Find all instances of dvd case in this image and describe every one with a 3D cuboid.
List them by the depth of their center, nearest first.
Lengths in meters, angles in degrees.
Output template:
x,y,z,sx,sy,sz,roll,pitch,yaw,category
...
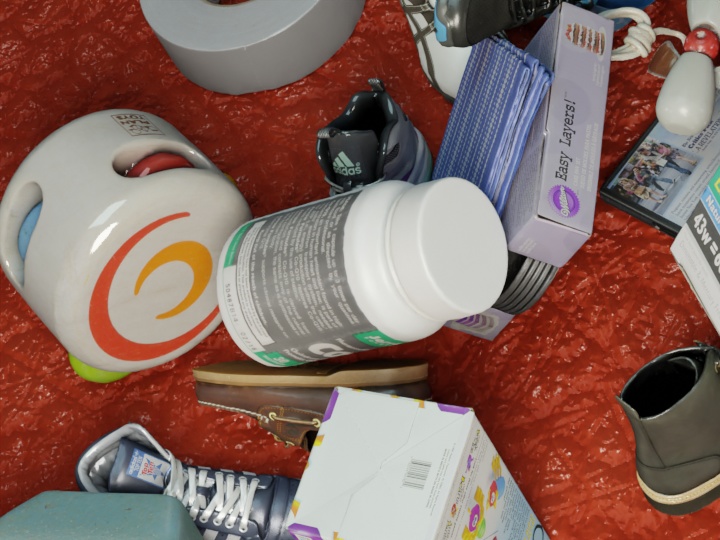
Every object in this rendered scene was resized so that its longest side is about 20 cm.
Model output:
x,y,z,sx,sy,sz,roll,pitch,yaw,category
0.298,-0.068,1.432,0.199,0.018,0.143,31,74,33,dvd case

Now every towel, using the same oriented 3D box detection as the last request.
x,y,z,sx,sy,sz,roll,pitch,yaw,category
0.095,-0.102,1.425,0.024,0.200,0.146,16,102,-11,towel

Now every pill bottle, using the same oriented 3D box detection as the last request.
x,y,z,sx,sy,sz,roll,pitch,yaw,category
0.000,0.000,1.349,0.199,0.113,0.114,-14,50,43,pill bottle

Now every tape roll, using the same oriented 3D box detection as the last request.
x,y,z,sx,sy,sz,roll,pitch,yaw,category
-0.094,-0.256,1.683,0.198,0.066,0.202,-10,56,15,tape roll

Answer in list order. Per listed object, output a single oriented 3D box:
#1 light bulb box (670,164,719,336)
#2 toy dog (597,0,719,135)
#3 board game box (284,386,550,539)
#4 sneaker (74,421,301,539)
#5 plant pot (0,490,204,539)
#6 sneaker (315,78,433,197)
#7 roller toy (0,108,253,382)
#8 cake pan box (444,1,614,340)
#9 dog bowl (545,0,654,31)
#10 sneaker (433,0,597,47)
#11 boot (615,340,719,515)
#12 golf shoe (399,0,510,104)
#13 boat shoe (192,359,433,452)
x,y,z,sx,sy,sz,roll,pitch,yaw,category
0.342,0.014,1.235,0.198,0.125,0.199,0,47,-26,light bulb box
0.272,-0.183,1.468,0.132,0.097,0.200,35,72,27,toy dog
0.043,0.175,1.260,0.102,0.200,0.106,8,62,26,board game box
-0.116,0.164,1.389,0.198,0.109,0.071,1,59,22,sneaker
-0.184,0.266,1.308,0.194,0.197,0.201,-1,48,21,plant pot
-0.007,-0.057,1.469,0.077,0.140,0.202,-1,58,21,sneaker
-0.186,-0.029,1.497,0.200,0.183,0.140,-41,52,-8,roller toy
0.122,-0.068,1.409,0.052,0.184,0.202,17,58,-11,cake pan box
0.152,-0.261,1.545,0.198,0.050,0.112,22,58,-3,dog bowl
0.136,-0.225,1.435,0.082,0.074,0.200,31,55,33,sneaker
0.264,0.070,1.280,0.200,0.139,0.077,-42,53,-9,boot
0.068,-0.220,1.578,0.077,0.095,0.201,-29,54,0,golf shoe
-0.039,0.103,1.425,0.198,0.070,0.071,1,99,30,boat shoe
